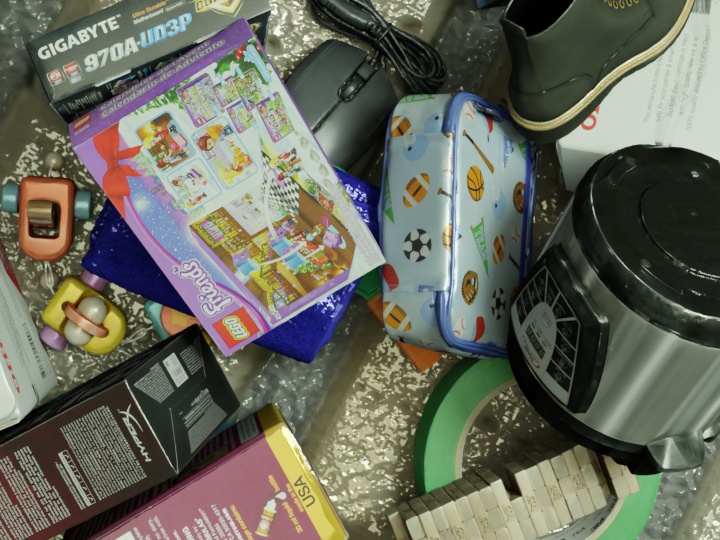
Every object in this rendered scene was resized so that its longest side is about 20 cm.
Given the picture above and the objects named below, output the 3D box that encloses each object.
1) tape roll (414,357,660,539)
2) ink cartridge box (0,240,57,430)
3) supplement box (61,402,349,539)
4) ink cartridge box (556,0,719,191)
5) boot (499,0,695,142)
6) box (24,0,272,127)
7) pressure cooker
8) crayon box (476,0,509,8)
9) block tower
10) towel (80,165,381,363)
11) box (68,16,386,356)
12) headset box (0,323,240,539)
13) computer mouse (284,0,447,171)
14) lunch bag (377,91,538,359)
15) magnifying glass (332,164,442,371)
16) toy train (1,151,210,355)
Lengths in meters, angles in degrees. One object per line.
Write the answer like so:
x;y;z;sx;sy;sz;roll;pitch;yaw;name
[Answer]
0.144;0.155;1.008;0.197;0.048;0.204;0;91;-7;tape roll
-0.287;0.041;0.869;0.083;0.200;0.146;-22;94;-7;ink cartridge box
-0.121;0.199;0.931;0.198;0.131;0.104;-30;95;-5;supplement box
0.262;-0.126;0.944;0.197;0.084;0.148;11;70;18;ink cartridge box
0.176;-0.197;0.871;0.077;0.139;0.201;33;78;24;boot
-0.146;-0.153;0.884;0.157;0.200;0.047;-24;91;-6;box
0.200;0.036;0.880;0.177;0.201;0.177;28;47;6;pressure cooker
0.112;-0.318;0.953;0.051;0.126;0.203;-12;92;-14;crayon box
0.121;0.176;0.954;0.198;0.058;0.055;-23;93;-6;block tower
-0.088;-0.027;0.909;0.198;0.050;0.149;24;98;-18;towel
-0.085;-0.050;0.835;0.136;0.039;0.201;-30;125;2;box
-0.204;0.129;0.886;0.198;0.149;0.078;-29;95;15;headset box
-0.032;-0.127;0.975;0.138;0.053;0.201;37;86;-8;computer mouse
0.082;-0.036;0.943;0.075;0.159;0.203;1;81;35;lunch bag
0.000;0.000;0.974;0.079;0.022;0.201;-38;109;0;magnifying glass
-0.183;-0.005;0.951;0.197;0.056;0.153;9;95;-8;toy train
